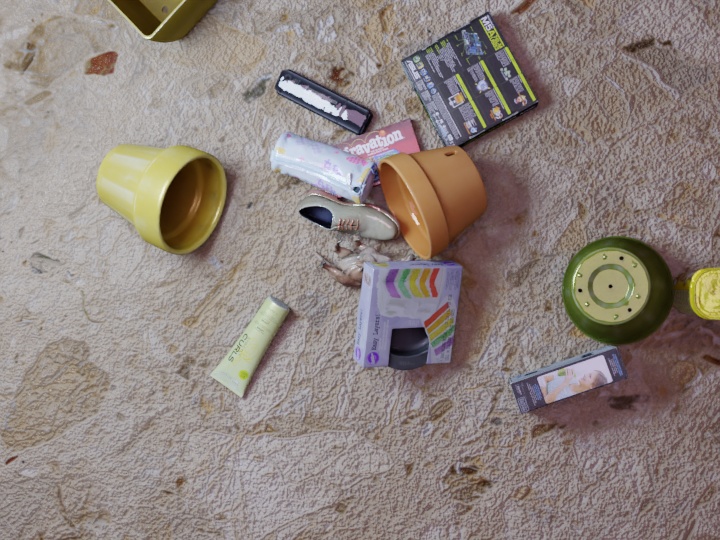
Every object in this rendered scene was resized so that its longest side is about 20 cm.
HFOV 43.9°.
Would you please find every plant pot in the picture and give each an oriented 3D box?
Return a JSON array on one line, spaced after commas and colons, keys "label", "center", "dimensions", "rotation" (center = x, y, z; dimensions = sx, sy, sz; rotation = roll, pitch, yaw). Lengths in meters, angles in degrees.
[{"label": "plant pot", "center": [-0.388, -0.152, 1.697], "dimensions": [0.188, 0.201, 0.202], "rotation": [21, 92, 23]}, {"label": "plant pot", "center": [-0.372, -0.552, 1.701], "dimensions": [0.200, 0.176, 0.200], "rotation": [-45, 83, 5]}, {"label": "plant pot", "center": [0.442, 0.031, 1.556], "dimensions": [0.199, 0.193, 0.201], "rotation": [-1, 86, 19]}, {"label": "plant pot", "center": [0.139, -0.138, 1.628], "dimensions": [0.140, 0.200, 0.201], "rotation": [-25, 86, -10]}]

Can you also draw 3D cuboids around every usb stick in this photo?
[{"label": "usb stick", "center": [-0.072, -0.326, 1.730], "dimensions": [0.199, 0.033, 0.056], "rotation": [28, 100, 7]}]

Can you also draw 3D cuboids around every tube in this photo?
[{"label": "tube", "center": [-0.209, 0.145, 1.733], "dimensions": [0.200, 0.052, 0.058], "rotation": [-56, 43, 8]}]

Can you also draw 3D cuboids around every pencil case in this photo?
[{"label": "pencil case", "center": [-0.068, -0.192, 1.679], "dimensions": [0.199, 0.091, 0.083], "rotation": [22, 131, 12]}]

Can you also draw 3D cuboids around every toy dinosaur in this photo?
[{"label": "toy dinosaur", "center": [0.000, 0.000, 1.694], "dimensions": [0.199, 0.136, 0.086], "rotation": [-4, 55, 30]}]

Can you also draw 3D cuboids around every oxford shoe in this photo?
[{"label": "oxford shoe", "center": [-0.024, -0.091, 1.688], "dimensions": [0.199, 0.074, 0.071], "rotation": [15, 121, 11]}]

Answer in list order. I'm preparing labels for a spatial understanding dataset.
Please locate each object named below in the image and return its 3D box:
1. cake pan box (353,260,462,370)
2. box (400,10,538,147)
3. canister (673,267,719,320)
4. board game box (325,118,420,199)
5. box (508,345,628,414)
[{"label": "cake pan box", "center": [0.086, 0.081, 1.630], "dimensions": [0.183, 0.052, 0.201], "rotation": [1, 107, -21]}, {"label": "box", "center": [0.205, -0.354, 1.688], "dimensions": [0.193, 0.048, 0.201], "rotation": [-29, 85, 4]}, {"label": "canister", "center": [0.628, 0.040, 1.546], "dimensions": [0.148, 0.200, 0.087], "rotation": [0, 89, 7]}, {"label": "board game box", "center": [0.017, -0.212, 1.722], "dimensions": [0.199, 0.019, 0.103], "rotation": [-18, 85, 7]}, {"label": "box", "center": [0.374, 0.196, 1.621], "dimensions": [0.199, 0.117, 0.060], "rotation": [-20, 84, 8]}]
